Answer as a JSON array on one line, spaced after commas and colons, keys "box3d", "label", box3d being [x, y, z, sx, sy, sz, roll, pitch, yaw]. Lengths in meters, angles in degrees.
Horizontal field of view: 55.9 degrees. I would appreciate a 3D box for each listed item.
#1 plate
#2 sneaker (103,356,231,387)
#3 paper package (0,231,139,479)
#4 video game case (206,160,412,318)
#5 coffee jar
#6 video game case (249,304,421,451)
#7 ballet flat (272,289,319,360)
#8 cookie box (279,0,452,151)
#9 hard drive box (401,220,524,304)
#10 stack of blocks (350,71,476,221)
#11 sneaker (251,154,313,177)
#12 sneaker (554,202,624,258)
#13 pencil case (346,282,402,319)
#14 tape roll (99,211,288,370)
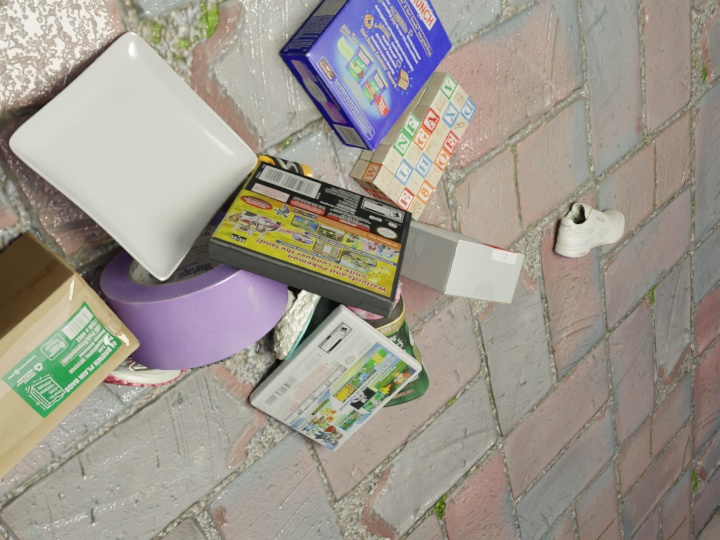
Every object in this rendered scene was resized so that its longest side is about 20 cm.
[{"box3d": [-0.233, -0.123, 0.729, 0.200, 0.032, 0.202, 44, 55, -19], "label": "plate"}, {"box3d": [-0.239, 0.089, 0.831, 0.198, 0.079, 0.077, -19, 108, -54], "label": "sneaker"}, {"box3d": [-0.346, 0.083, 0.661, 0.200, 0.189, 0.105, -46, 129, -19], "label": "paper package"}, {"box3d": [-0.046, -0.041, 0.744, 0.182, 0.195, 0.026, -73, -178, -54], "label": "video game case"}, {"box3d": [0.036, 0.112, 1.058, 0.102, 0.086, 0.203, -17, 122, 7], "label": "coffee jar"}, {"box3d": [-0.034, 0.165, 1.001, 0.200, 0.022, 0.181, -44, 124, 13], "label": "video game case"}, {"box3d": [-0.083, 0.024, 0.962, 0.071, 0.071, 0.203, 38, 78, -41], "label": "ballet flat"}, {"box3d": [0.015, -0.297, 0.912, 0.202, 0.075, 0.172, -52, 131, -13], "label": "cookie box"}, {"box3d": [0.116, -0.021, 1.014, 0.153, 0.198, 0.079, 9, 101, -42], "label": "hard drive box"}, {"box3d": [0.082, -0.194, 1.017, 0.114, 0.058, 0.203, 34, 83, -42], "label": "stack of blocks"}, {"box3d": [-0.096, -0.071, 0.841, 0.076, 0.202, 0.079, 22, 122, -31], "label": "sneaker"}, {"box3d": [0.473, -0.097, 1.375, 0.197, 0.074, 0.102, -24, 121, -32], "label": "sneaker"}, {"box3d": [0.000, 0.000, 0.897, 0.087, 0.082, 0.200, -49, 157, -8], "label": "pencil case"}, {"box3d": [-0.185, 0.016, 0.769, 0.198, 0.198, 0.087, -31, 123, -28], "label": "tape roll"}]
